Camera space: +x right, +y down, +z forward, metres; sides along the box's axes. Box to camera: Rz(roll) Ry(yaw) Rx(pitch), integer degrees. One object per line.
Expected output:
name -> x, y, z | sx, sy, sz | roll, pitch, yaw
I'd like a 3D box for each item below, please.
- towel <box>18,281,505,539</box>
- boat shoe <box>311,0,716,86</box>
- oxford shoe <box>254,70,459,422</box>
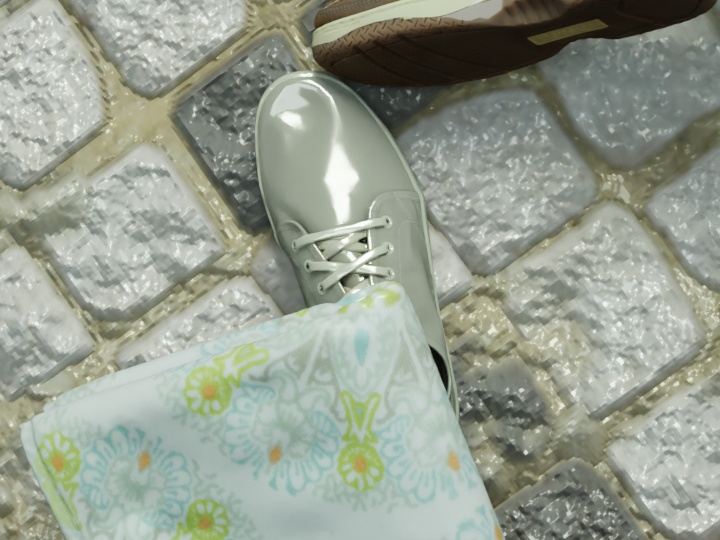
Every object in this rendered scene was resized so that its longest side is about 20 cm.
towel -> -0.040, 0.113, 1.071 | 0.199, 0.048, 0.172 | -19, 104, 18
boat shoe -> 0.070, -0.139, 1.080 | 0.201, 0.075, 0.075 | -9, 70, 25
oxford shoe -> 0.000, 0.000, 1.102 | 0.075, 0.058, 0.201 | -17, 86, 7
